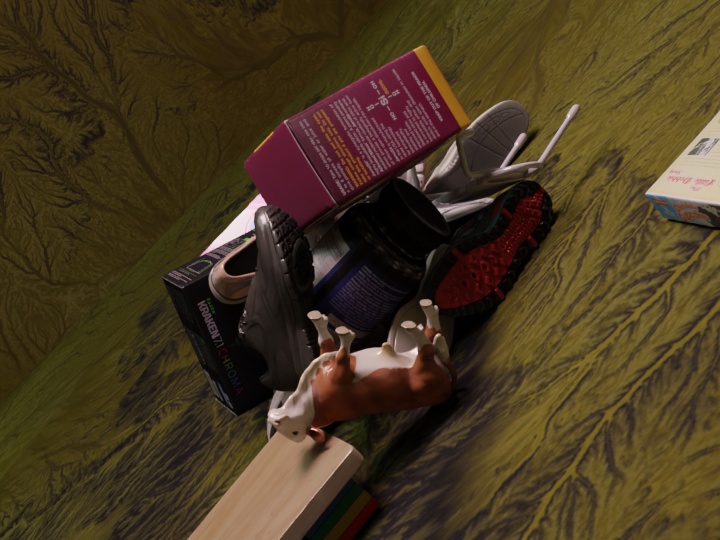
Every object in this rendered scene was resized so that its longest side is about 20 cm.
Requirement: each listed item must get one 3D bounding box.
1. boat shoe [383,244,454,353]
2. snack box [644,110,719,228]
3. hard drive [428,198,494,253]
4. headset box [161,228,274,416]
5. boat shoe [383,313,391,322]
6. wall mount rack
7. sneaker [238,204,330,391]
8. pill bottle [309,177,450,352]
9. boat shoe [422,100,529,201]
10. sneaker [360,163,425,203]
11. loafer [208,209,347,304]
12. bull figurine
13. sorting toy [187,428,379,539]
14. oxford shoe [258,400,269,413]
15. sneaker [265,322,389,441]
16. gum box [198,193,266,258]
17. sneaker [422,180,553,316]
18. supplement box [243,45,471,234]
[{"bbox_3d":[0.064,0.053,1.242,0.060,0.074,0.201,-38,22,44],"label":"boat shoe"},{"bbox_3d":[0.343,-0.089,0.964,0.116,0.037,0.200,-47,17,-4],"label":"snack box"},{"bbox_3d":[0.068,-0.044,1.373,0.198,0.038,0.140,-22,12,-12],"label":"hard drive"},{"bbox_3d":[-0.108,0.045,1.334,0.199,0.176,0.093,-27,19,-20],"label":"headset box"},{"bbox_3d":[0.019,0.031,1.413,0.199,0.073,0.067,-14,3,43],"label":"boat shoe"},{"bbox_3d":[0.160,-0.130,1.287,0.172,0.075,0.200,-11,-5,-26],"label":"wall mount rack"},{"bbox_3d":[-0.089,0.035,1.138,0.090,0.202,0.076,-8,9,20],"label":"sneaker"},{"bbox_3d":[0.000,0.000,1.202,0.200,0.112,0.112,-45,16,19],"label":"pill bottle"},{"bbox_3d":[0.148,-0.148,1.510,0.203,0.074,0.065,-52,16,6],"label":"boat shoe"},{"bbox_3d":[0.035,-0.099,1.514,0.201,0.086,0.074,101,179,-55],"label":"sneaker"},{"bbox_3d":[-0.079,-0.030,1.244,0.199,0.072,0.063,-34,-8,-20],"label":"loafer"},{"bbox_3d":[0.001,0.101,1.090,0.198,0.123,0.065,-8,28,-17],"label":"bull figurine"},{"bbox_3d":[-0.081,0.258,1.115,0.200,0.070,0.198,-50,17,-12],"label":"sorting toy"},{"bbox_3d":[-0.090,0.147,1.419,0.199,0.074,0.071,3,29,46],"label":"oxford shoe"},{"bbox_3d":[-0.035,0.136,1.286,0.201,0.074,0.079,-51,51,-2],"label":"sneaker"},{"bbox_3d":[-0.103,-0.036,1.444,0.200,0.113,0.066,-48,-18,-11],"label":"gum box"},{"bbox_3d":[0.135,-0.014,1.246,0.200,0.080,0.095,-43,9,-26],"label":"sneaker"},{"bbox_3d":[-0.004,-0.134,1.177,0.199,0.104,0.131,-34,2,-30],"label":"supplement box"}]
